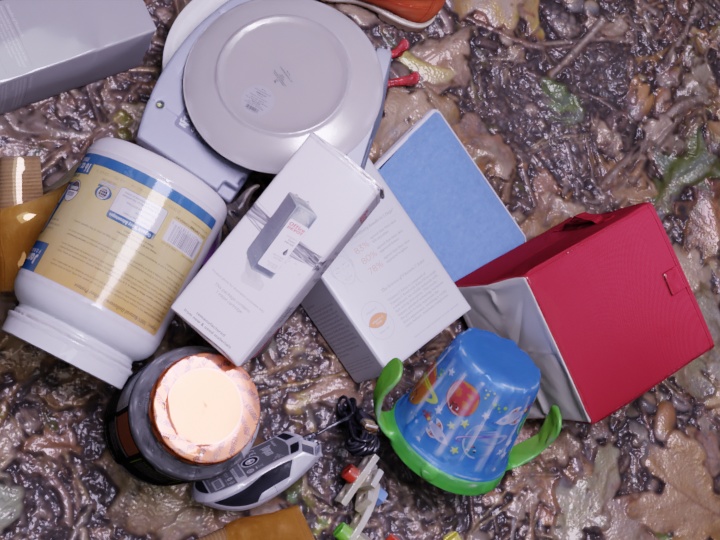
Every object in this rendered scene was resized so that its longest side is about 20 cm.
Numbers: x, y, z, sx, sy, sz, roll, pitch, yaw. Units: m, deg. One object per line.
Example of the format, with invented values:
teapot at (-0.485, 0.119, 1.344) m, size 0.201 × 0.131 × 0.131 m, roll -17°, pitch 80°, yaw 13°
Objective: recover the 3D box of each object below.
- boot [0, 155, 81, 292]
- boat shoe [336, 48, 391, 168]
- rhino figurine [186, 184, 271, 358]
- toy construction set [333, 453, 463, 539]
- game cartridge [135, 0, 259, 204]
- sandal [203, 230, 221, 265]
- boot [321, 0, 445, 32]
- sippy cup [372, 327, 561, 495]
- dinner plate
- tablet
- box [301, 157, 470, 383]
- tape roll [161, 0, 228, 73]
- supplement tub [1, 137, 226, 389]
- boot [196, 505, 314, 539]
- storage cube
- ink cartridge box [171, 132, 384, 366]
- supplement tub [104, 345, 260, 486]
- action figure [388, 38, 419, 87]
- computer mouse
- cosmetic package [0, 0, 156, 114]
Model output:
boot at (-0.270, -0.044, 1.199) m, size 0.201 × 0.071 × 0.144 m, roll -5°, pitch 94°, yaw -31°
boat shoe at (-0.027, -0.149, 1.219) m, size 0.086 × 0.075 × 0.202 m, roll 15°, pitch 68°, yaw 4°
rhino figurine at (-0.119, 0.006, 1.198) m, size 0.087 × 0.060 × 0.200 m, roll -2°, pitch 115°, yaw -28°
toy construction set at (0.045, 0.287, 1.225) m, size 0.200 × 0.092 × 0.131 m, roll 41°, pitch 92°, yaw 0°
game cartridge at (-0.134, -0.183, 1.217) m, size 0.133 × 0.041 × 0.200 m, roll 36°, pitch 73°, yaw -8°
sandal at (-0.201, 0.005, 1.210) m, size 0.082 × 0.050 × 0.203 m, roll 40°, pitch 66°, yaw -18°
boot at (0.010, -0.343, 1.341) m, size 0.200 × 0.107 × 0.075 m, roll 17°, pitch 75°, yaw -15°
sippy cup at (0.113, 0.135, 1.207) m, size 0.178 × 0.130 × 0.140 m, roll -7°, pitch 44°, yaw -48°
dinner plate at (-0.076, -0.190, 1.180) m, size 0.200 × 0.024 × 0.201 m, roll 0°, pitch 71°, yaw -1°
tablet at (0.099, -0.068, 1.341) m, size 0.130 × 0.014 × 0.200 m, roll -46°, pitch 111°, yaw -25°
box at (0.000, 0.000, 1.266) m, size 0.124 × 0.097 × 0.200 m, roll -35°, pitch 93°, yaw -24°
tape roll at (-0.111, -0.209, 1.266) m, size 0.202 × 0.037 × 0.203 m, roll 2°, pitch 81°, yaw -12°
supplement tub at (-0.229, -0.006, 1.104) m, size 0.145 × 0.145 × 0.200 m, roll 29°, pitch 78°, yaw -13°
boot at (-0.089, 0.341, 1.164) m, size 0.144 × 0.071 × 0.202 m, roll -11°, pitch 78°, yaw -20°
storage cube at (0.239, 0.051, 1.297) m, size 0.180 × 0.171 × 0.200 m, roll -27°, pitch 97°, yaw -23°
ink cartridge box at (-0.070, -0.019, 1.085) m, size 0.085 × 0.146 × 0.200 m, roll 40°, pitch 90°, yaw 1°
supplement tub at (-0.166, 0.138, 1.117) m, size 0.122 × 0.200 × 0.123 m, roll 4°, pitch 78°, yaw -21°
action figure at (-0.032, -0.217, 1.330) m, size 0.200 × 0.052 × 0.066 m, roll -16°, pitch 87°, yaw -21°
computer mouse at (-0.075, 0.196, 1.209) m, size 0.200 × 0.110 × 0.044 m, roll -24°, pitch 111°, yaw -12°
cosmetic package at (-0.315, -0.226, 1.191) m, size 0.200 × 0.107 × 0.090 m, roll -28°, pitch 89°, yaw -25°
